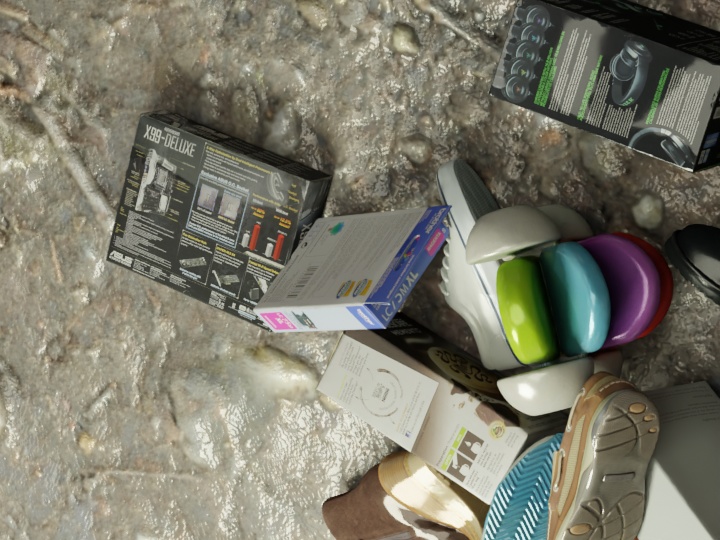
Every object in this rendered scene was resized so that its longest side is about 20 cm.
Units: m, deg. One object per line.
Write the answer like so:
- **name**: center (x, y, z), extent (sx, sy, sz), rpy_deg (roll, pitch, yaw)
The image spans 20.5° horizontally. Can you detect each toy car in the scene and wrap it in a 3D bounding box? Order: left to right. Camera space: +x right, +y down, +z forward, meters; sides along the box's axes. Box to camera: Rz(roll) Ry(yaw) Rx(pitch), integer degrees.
- **toy car**: center (0.188, 0.024, 1.697), extent (0.150, 0.200, 0.175), rpy_deg (-15, 85, 24)

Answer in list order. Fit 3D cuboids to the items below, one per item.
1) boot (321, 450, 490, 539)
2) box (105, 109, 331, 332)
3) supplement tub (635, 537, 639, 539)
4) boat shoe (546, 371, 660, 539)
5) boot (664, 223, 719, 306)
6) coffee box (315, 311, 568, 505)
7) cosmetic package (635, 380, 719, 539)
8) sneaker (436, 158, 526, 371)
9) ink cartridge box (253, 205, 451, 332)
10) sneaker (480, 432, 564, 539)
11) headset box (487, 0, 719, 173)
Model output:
- **boot**: center (0.072, 0.261, 1.883), extent (0.200, 0.072, 0.166), rpy_deg (50, 134, -3)
- **box**: center (-0.141, -0.050, 1.936), extent (0.200, 0.050, 0.158), rpy_deg (22, 108, 22)
- **supplement tub**: center (0.215, 0.339, 1.779), extent (0.122, 0.123, 0.200), rpy_deg (8, 102, 26)
- **boat shoe**: center (0.194, 0.174, 1.659), extent (0.072, 0.076, 0.200), rpy_deg (-126, 46, -53)
- **boot**: center (0.377, -0.023, 1.656), extent (0.200, 0.076, 0.168), rpy_deg (37, 117, 10)
- **coffee box**: center (0.075, 0.121, 1.811), extent (0.200, 0.113, 0.080), rpy_deg (32, 105, 21)
- **cosmetic package**: center (0.288, 0.192, 1.671), extent (0.200, 0.113, 0.081), rpy_deg (59, 144, 40)
- **sneaker**: center (0.102, 0.000, 1.806), extent (0.071, 0.073, 0.200), rpy_deg (-22, 89, 25)
- **ink cartridge box**: center (0.000, 0.000, 1.798), extent (0.042, 0.119, 0.200), rpy_deg (47, 151, -24)
- **sneaker**: center (0.140, 0.228, 1.742), extent (0.076, 0.081, 0.200), rpy_deg (24, 104, 1)
- **headset box**: center (0.225, -0.165, 1.656), extent (0.200, 0.174, 0.093), rpy_deg (23, 108, 21)
